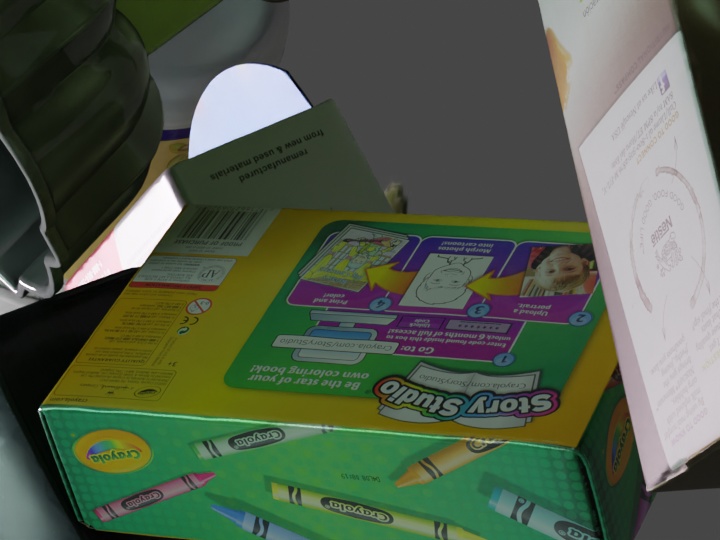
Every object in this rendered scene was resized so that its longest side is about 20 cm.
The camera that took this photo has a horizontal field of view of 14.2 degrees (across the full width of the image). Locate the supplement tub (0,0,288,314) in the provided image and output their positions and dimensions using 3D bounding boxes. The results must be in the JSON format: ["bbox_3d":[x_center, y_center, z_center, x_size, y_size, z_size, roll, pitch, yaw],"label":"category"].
[{"bbox_3d":[-0.128,-0.078,1.360,0.200,0.145,0.146,119,142,-51],"label":"supplement tub"}]

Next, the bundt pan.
[{"bbox_3d":[-0.144,-0.091,1.034,0.202,0.076,0.202,44,161,20],"label":"bundt pan"}]

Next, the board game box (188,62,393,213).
[{"bbox_3d":[0.000,0.000,1.201,0.200,0.039,0.158,53,150,20],"label":"board game box"}]

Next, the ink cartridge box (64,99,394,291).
[{"bbox_3d":[-0.021,0.056,1.147,0.200,0.083,0.146,62,151,7],"label":"ink cartridge box"}]

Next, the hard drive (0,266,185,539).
[{"bbox_3d":[-0.073,0.095,1.047,0.042,0.135,0.200,-36,81,37],"label":"hard drive"}]

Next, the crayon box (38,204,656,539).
[{"bbox_3d":[0.008,0.037,0.976,0.200,0.119,0.058,3,128,26],"label":"crayon box"}]

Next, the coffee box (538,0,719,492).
[{"bbox_3d":[0.125,-0.044,0.836,0.080,0.114,0.200,134,130,-59],"label":"coffee box"}]

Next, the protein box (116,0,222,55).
[{"bbox_3d":[-0.084,-0.212,1.103,0.199,0.200,0.135,56,161,-14],"label":"protein box"}]

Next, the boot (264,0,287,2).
[{"bbox_3d":[-0.062,-0.204,1.226,0.200,0.074,0.075,50,153,-20],"label":"boot"}]
